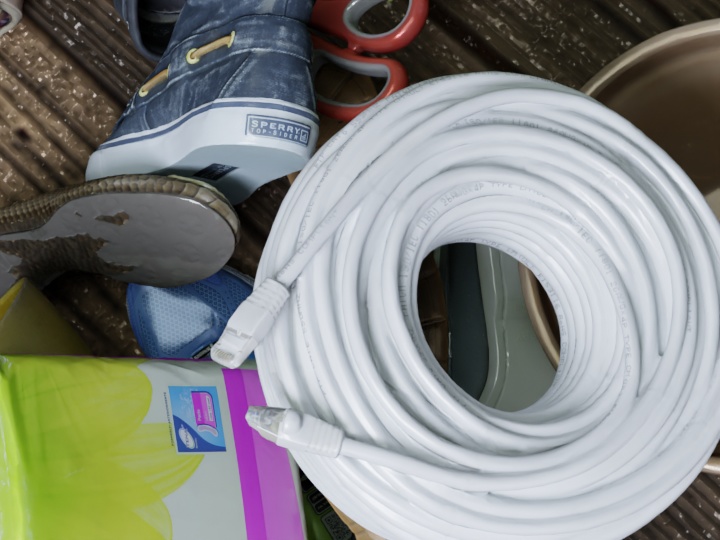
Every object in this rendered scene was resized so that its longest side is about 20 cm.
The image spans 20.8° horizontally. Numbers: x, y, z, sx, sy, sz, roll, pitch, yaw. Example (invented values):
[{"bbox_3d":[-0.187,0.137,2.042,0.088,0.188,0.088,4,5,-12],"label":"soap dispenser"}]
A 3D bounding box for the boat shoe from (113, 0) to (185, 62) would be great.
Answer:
[{"bbox_3d":[-0.065,-0.174,0.903,0.074,0.200,0.063,11,47,-21],"label":"boat shoe"}]

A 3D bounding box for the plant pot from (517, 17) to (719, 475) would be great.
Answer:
[{"bbox_3d":[0.175,-0.007,0.888,0.199,0.093,0.203,-1,84,13],"label":"plant pot"}]

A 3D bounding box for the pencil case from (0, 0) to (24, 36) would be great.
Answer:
[{"bbox_3d":[-0.208,-0.220,1.007,0.077,0.089,0.202,1,82,14],"label":"pencil case"}]

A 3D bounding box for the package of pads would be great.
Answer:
[{"bbox_3d":[-0.094,0.135,0.803,0.068,0.153,0.202,-27,67,48],"label":"package of pads"}]

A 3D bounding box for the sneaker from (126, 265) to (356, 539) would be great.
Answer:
[{"bbox_3d":[-0.046,0.070,0.932,0.078,0.089,0.200,-41,74,5],"label":"sneaker"}]

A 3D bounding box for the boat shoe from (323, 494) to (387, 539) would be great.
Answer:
[{"bbox_3d":[0.034,0.112,0.859,0.073,0.069,0.201,-21,101,23],"label":"boat shoe"}]

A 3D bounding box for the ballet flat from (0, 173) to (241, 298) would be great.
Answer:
[{"bbox_3d":[-0.126,-0.021,0.947,0.199,0.067,0.047,-12,38,46],"label":"ballet flat"}]

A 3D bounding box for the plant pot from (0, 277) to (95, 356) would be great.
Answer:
[{"bbox_3d":[-0.164,0.126,0.916,0.142,0.200,0.200,39,93,-10],"label":"plant pot"}]

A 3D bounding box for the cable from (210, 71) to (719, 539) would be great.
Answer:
[{"bbox_3d":[0.055,0.021,0.792,0.199,0.069,0.201,31,67,-5],"label":"cable"}]

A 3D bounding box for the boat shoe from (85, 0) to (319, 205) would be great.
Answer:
[{"bbox_3d":[-0.070,-0.085,0.922,0.070,0.200,0.092,11,79,-27],"label":"boat shoe"}]

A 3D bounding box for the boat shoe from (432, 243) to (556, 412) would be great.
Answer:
[{"bbox_3d":[0.063,0.053,0.935,0.062,0.072,0.202,2,90,56],"label":"boat shoe"}]

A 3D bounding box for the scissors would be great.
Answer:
[{"bbox_3d":[-0.044,-0.119,0.946,0.199,0.014,0.074,19,82,42],"label":"scissors"}]

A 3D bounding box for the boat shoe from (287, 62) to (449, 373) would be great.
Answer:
[{"bbox_3d":[0.000,0.000,0.939,0.071,0.072,0.202,-14,73,1],"label":"boat shoe"}]
